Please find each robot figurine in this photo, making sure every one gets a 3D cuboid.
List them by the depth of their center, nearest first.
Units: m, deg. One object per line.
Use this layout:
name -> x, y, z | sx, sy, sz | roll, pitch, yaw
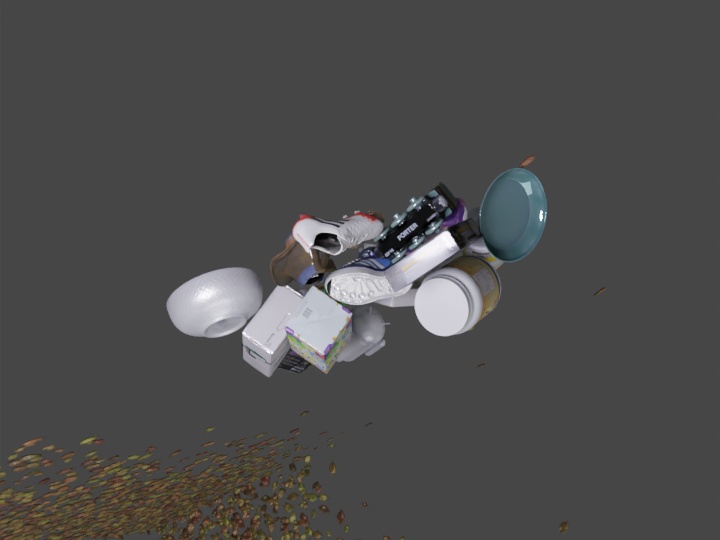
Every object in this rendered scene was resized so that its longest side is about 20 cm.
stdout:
robot figurine -> -0.013, 0.165, 1.884 | 0.169, 0.114, 0.199 | 35, 127, -25

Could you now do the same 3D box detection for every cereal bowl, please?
cereal bowl -> -0.289, 0.080, 1.449 | 0.197, 0.084, 0.201 | -20, 159, -8

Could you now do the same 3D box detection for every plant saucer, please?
plant saucer -> 0.321, -0.120, 1.530 | 0.198, 0.203, 0.036 | -9, -165, -32

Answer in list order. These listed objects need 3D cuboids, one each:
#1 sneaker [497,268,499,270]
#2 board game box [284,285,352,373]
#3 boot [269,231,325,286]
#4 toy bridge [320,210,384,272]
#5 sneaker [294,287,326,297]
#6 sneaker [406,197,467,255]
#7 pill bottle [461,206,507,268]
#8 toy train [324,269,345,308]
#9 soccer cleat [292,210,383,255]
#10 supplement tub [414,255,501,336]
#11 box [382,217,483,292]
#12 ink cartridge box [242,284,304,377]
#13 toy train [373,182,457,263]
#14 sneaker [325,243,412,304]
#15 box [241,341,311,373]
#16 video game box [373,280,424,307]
sneaker -> 0.369, -0.055, 1.823 | 0.075, 0.071, 0.201 | -19, 159, -12
board game box -> -0.085, 0.130, 1.493 | 0.105, 0.102, 0.200 | -54, 170, -16
boot -> -0.128, 0.006, 1.420 | 0.074, 0.098, 0.200 | -11, 155, -28
toy bridge -> -0.032, -0.060, 1.461 | 0.067, 0.028, 0.200 | -1, 148, -43
sneaker -> -0.098, 0.070, 1.670 | 0.082, 0.074, 0.200 | -52, 156, -2
sneaker -> 0.143, -0.086, 1.522 | 0.088, 0.081, 0.200 | 15, 137, -37
pill bottle -> 0.291, -0.064, 1.664 | 0.111, 0.113, 0.200 | -24, 159, 3
toy train -> -0.052, 0.062, 1.575 | 0.041, 0.057, 0.201 | 19, 154, 10
soccer cleat -> -0.034, -0.065, 1.340 | 0.197, 0.086, 0.069 | -1, 133, -34
supplement tub -> 0.210, 0.054, 1.532 | 0.144, 0.145, 0.199 | -37, 174, 31
box -> 0.148, -0.033, 1.403 | 0.158, 0.049, 0.200 | -35, 175, 25
ink cartridge box -> -0.190, 0.134, 1.574 | 0.147, 0.084, 0.200 | -55, 174, -24
toy train -> 0.109, -0.095, 1.427 | 0.200, 0.085, 0.114 | -40, -176, 37
sneaker -> 0.000, 0.000, 1.492 | 0.197, 0.147, 0.082 | -3, 120, -22
box -> -0.178, 0.191, 1.807 | 0.160, 0.044, 0.199 | -37, 140, 29
video game box -> 0.076, 0.045, 1.654 | 0.198, 0.048, 0.181 | 0, -168, -45
